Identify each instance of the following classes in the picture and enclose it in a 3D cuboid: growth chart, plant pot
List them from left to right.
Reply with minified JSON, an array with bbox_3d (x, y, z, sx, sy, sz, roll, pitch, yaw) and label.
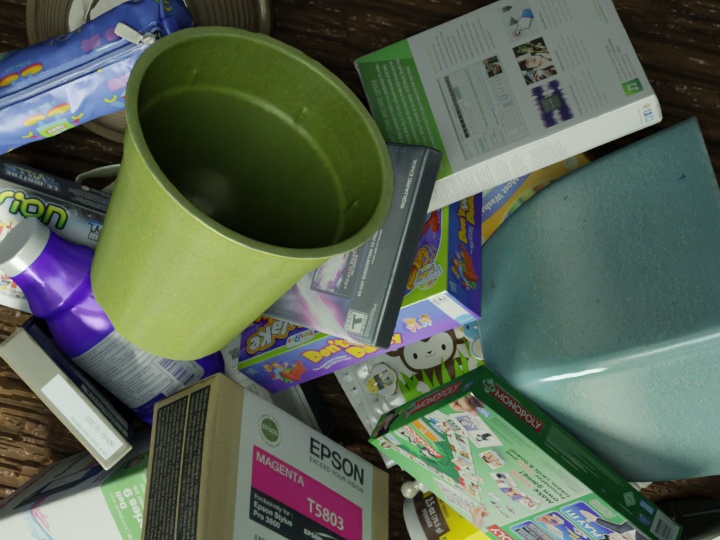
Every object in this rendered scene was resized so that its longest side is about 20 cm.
[{"bbox_3d":[-0.170,-0.193,1.347,0.199,0.093,0.202,1,102,5],"label":"plant pot"},{"bbox_3d":[-0.107,-0.037,1.237,0.200,0.200,0.190,36,134,-3],"label":"plant pot"},{"bbox_3d":[0.044,0.078,1.393,0.144,0.018,0.201,-38,72,10],"label":"growth chart"},{"bbox_3d":[0.190,0.043,1.282,0.199,0.197,0.196,-17,141,11],"label":"plant pot"}]

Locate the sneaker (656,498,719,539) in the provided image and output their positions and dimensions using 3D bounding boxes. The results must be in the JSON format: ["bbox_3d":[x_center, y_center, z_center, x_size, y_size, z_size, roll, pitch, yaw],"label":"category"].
[{"bbox_3d":[0.238,0.270,1.432,0.200,0.076,0.116,-27,107,18],"label":"sneaker"}]

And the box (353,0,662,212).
[{"bbox_3d":[0.105,-0.134,1.278,0.199,0.145,0.036,-20,143,6],"label":"box"}]

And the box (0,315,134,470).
[{"bbox_3d":[-0.227,0.090,1.358,0.032,0.200,0.121,-42,96,-3],"label":"box"}]

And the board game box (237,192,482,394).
[{"bbox_3d":[0.000,0.000,1.319,0.199,0.135,0.045,-22,139,32],"label":"board game box"}]

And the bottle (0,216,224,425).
[{"bbox_3d":[-0.194,0.038,1.332,0.083,0.065,0.200,-36,120,18],"label":"bottle"}]

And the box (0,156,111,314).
[{"bbox_3d":[-0.266,-0.026,1.341,0.199,0.035,0.110,19,118,-19],"label":"box"}]

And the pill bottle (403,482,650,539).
[{"bbox_3d":[0.141,0.180,1.392,0.199,0.109,0.110,-33,98,11],"label":"pill bottle"}]

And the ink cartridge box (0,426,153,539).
[{"bbox_3d":[-0.195,0.192,1.378,0.199,0.145,0.088,-23,97,29],"label":"ink cartridge box"}]

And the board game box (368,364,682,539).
[{"bbox_3d":[0.119,0.157,1.270,0.200,0.029,0.134,40,144,-15],"label":"board game box"}]

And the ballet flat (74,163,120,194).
[{"bbox_3d":[-0.232,-0.040,1.406,0.199,0.069,0.070,-25,99,8],"label":"ballet flat"}]

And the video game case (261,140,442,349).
[{"bbox_3d":[-0.024,-0.028,1.275,0.019,0.199,0.144,17,87,-37],"label":"video game case"}]

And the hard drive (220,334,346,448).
[{"bbox_3d":[-0.109,0.101,1.422,0.139,0.038,0.201,-21,99,19],"label":"hard drive"}]

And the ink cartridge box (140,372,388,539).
[{"bbox_3d":[-0.067,0.194,1.293,0.075,0.166,0.200,-27,136,33],"label":"ink cartridge box"}]

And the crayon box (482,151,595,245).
[{"bbox_3d":[0.121,-0.063,1.371,0.200,0.052,0.126,44,102,-6],"label":"crayon box"}]

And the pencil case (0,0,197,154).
[{"bbox_3d":[-0.209,-0.144,1.268,0.199,0.087,0.079,-19,89,9],"label":"pencil case"}]
